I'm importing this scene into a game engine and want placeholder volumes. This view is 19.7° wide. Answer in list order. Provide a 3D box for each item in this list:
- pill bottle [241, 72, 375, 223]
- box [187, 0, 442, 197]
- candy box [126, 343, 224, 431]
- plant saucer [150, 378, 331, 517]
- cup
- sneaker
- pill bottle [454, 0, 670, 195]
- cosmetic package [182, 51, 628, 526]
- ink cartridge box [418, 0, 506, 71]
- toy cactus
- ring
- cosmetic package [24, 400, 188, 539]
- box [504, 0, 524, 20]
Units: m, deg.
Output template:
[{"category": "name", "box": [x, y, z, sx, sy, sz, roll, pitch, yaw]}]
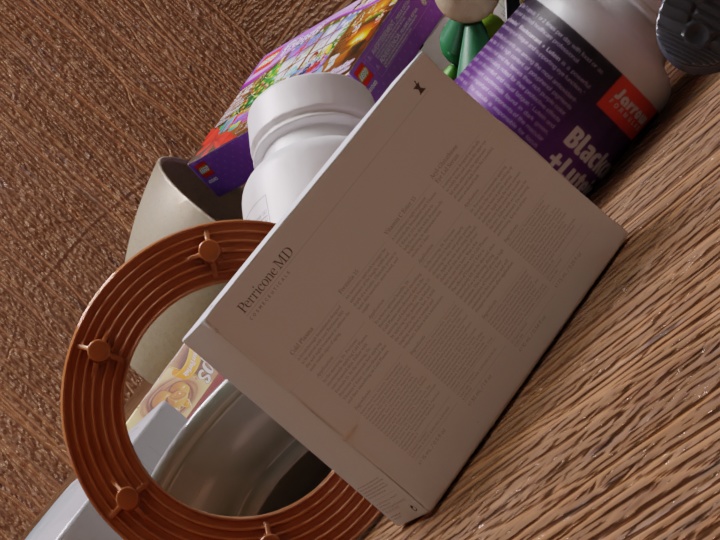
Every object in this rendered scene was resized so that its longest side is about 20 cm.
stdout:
[{"category": "pill bottle", "box": [-0.019, -0.024, 1.359, 0.114, 0.114, 0.201, -44, 45, 41]}, {"category": "box", "box": [-0.031, -0.141, 1.538, 0.199, 0.039, 0.137, -24, 26, 46]}, {"category": "candy box", "box": [-0.121, 0.134, 1.502, 0.116, 0.055, 0.201, -55, -15, -31]}, {"category": "plant saucer", "box": [-0.044, 0.111, 1.234, 0.200, 0.050, 0.201, -39, -24, -21]}, {"category": "cup", "box": [-0.108, 0.026, 1.602, 0.144, 0.200, 0.200, -56, 4, 11]}, {"category": "sneaker", "box": [0.237, -0.179, 1.198, 0.200, 0.070, 0.082, -48, -11, -16]}, {"category": "pill bottle", "box": [0.123, -0.109, 1.297, 0.200, 0.111, 0.111, -49, 6, 5]}, {"category": "cosmetic package", "box": [0.026, 0.008, 1.086, 0.200, 0.151, 0.052, -51, 7, -25]}, {"category": "ink cartridge box", "box": [0.071, -0.182, 1.593, 0.116, 0.068, 0.200, -20, 27, 51]}, {"category": "toy cactus", "box": [0.061, -0.170, 1.391, 0.165, 0.101, 0.201, 90, 177, -62]}, {"category": "ring", "box": [-0.067, 0.069, 1.138, 0.201, 0.200, 0.019, -50, -6, -8]}, {"category": "cosmetic package", "box": [-0.173, 0.221, 1.361, 0.200, 0.123, 0.199, -55, 8, -34]}, {"category": "box", "box": [0.132, -0.190, 1.501, 0.110, 0.034, 0.201, -60, -32, -60]}]
